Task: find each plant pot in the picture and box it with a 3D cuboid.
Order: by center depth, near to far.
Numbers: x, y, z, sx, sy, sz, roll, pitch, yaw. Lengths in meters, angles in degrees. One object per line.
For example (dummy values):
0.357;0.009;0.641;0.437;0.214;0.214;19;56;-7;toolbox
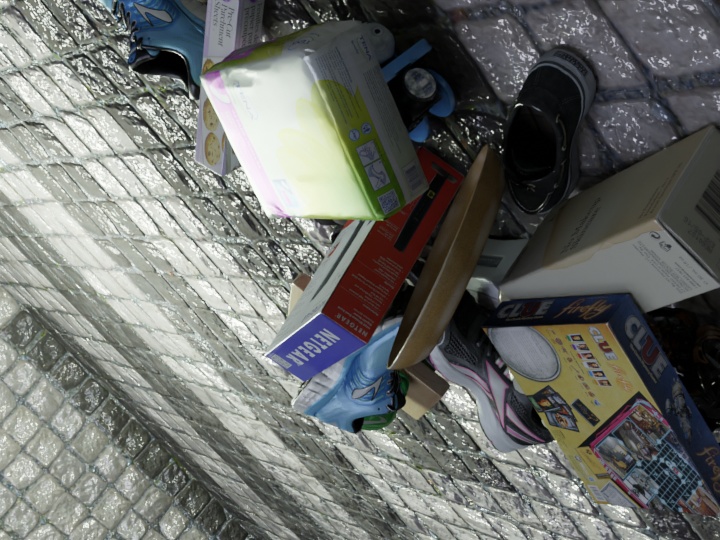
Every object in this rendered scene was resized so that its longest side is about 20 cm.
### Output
0.074;-0.006;0.984;0.027;0.201;0.200;23;157;0;plant pot

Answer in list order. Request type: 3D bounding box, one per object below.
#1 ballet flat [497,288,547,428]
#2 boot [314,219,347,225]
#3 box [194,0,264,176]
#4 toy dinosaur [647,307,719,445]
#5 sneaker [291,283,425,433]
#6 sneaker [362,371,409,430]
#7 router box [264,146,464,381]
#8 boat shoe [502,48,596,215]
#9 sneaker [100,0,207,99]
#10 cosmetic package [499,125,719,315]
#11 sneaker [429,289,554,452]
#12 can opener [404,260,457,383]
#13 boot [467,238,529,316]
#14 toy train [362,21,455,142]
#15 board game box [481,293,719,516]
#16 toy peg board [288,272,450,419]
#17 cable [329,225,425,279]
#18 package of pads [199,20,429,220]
0.175;0.101;1.073;0.200;0.070;0.069;49;157;-17;ballet flat
-0.018;-0.114;1.200;0.131;0.070;0.200;9;150;41;boot
-0.124;-0.186;1.132;0.041;0.039;0.201;29;128;24;box
0.283;0.085;1.008;0.199;0.136;0.102;-4;137;26;toy dinosaur
0.017;0.088;1.150;0.090;0.078;0.200;35;133;-6;sneaker
0.009;0.132;1.282;0.083;0.074;0.200;36;166;26;sneaker
0.000;0.000;1.091;0.049;0.180;0.200;34;157;-7;router box
0.139;-0.098;0.964;0.068;0.057;0.200;33;157;17;boat shoe
-0.209;-0.243;1.185;0.200;0.090;0.078;36;159;9;sneaker
0.204;-0.022;0.916;0.073;0.104;0.200;43;150;-10;cosmetic package
0.139;0.090;1.152;0.086;0.080;0.200;-9;128;43;sneaker
0.067;0.030;1.247;0.200;0.063;0.079;52;-166;18;can opener
0.161;0.022;1.159;0.096;0.074;0.200;45;167;-29;boot
0.004;-0.144;1.062;0.114;0.087;0.200;48;156;1;toy train
0.199;0.108;0.951;0.135;0.035;0.200;-5;125;52;board game box
0.026;0.060;1.365;0.199;0.098;0.200;37;166;5;toy peg board
0.045;-0.017;1.313;0.199;0.050;0.097;12;148;31;cable
-0.042;-0.122;1.003;0.200;0.068;0.155;5;124;57;package of pads
